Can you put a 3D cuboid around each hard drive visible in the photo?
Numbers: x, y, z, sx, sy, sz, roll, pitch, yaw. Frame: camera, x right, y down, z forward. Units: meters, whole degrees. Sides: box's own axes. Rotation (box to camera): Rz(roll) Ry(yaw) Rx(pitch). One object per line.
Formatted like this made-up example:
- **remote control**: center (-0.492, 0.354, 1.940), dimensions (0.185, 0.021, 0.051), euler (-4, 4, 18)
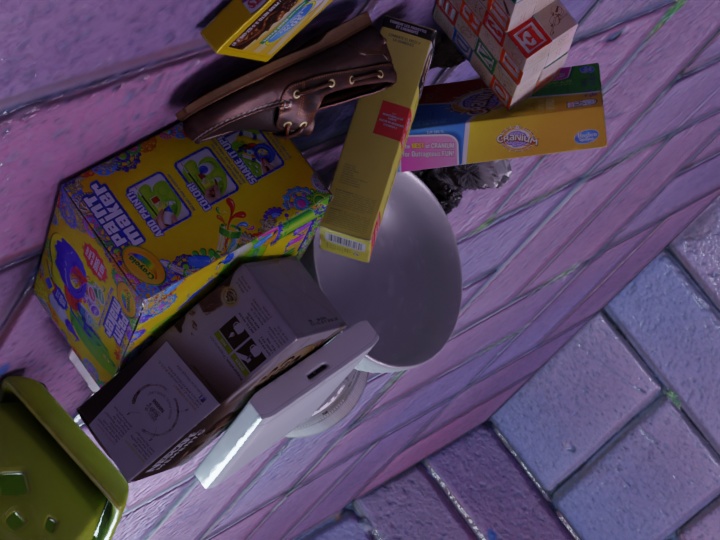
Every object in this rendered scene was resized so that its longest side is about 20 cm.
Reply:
- **hard drive**: center (-0.067, 0.119, 1.638), dimensions (0.132, 0.027, 0.200), euler (-34, 172, -28)

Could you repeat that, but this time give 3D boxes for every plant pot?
- **plant pot**: center (-0.342, 0.231, 1.815), dimensions (0.181, 0.200, 0.199), euler (-39, 170, -28)

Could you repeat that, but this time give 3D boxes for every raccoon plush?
- **raccoon plush**: center (0.090, -0.101, 1.838), dimensions (0.199, 0.097, 0.134), euler (4, -148, 35)

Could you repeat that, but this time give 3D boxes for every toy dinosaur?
- **toy dinosaur**: center (0.104, -0.216, 1.786), dimensions (0.199, 0.058, 0.101), euler (-22, 177, -26)

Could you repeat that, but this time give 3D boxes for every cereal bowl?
- **cereal bowl**: center (0.000, 0.000, 1.736), dimensions (0.083, 0.201, 0.200), euler (-14, -174, 42)

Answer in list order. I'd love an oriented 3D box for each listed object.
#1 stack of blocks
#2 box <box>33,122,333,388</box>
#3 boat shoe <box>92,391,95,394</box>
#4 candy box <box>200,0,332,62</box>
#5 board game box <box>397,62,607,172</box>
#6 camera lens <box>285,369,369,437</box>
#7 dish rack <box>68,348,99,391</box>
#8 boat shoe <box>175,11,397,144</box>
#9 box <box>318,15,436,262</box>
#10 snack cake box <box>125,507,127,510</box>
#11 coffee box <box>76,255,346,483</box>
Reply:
- **stack of blocks**: center (0.128, -0.233, 1.612), dimensions (0.058, 0.115, 0.200), euler (-34, 167, -14)
- **box**: center (-0.153, -0.021, 1.580), dimensions (0.192, 0.122, 0.200), euler (-31, 167, -28)
- **boat shoe**: center (-0.217, 0.125, 1.945), dimensions (0.074, 0.060, 0.200), euler (-37, -173, -33)
- **candy box**: center (-0.024, -0.232, 1.400), dimensions (0.200, 0.026, 0.102), euler (-41, 171, 17)
- **board game box**: center (0.127, -0.143, 1.750), dimensions (0.199, 0.041, 0.153), euler (-7, -160, 8)
- **camera lens**: center (-0.074, 0.084, 1.898), dimensions (0.160, 0.160, 0.200), euler (-37, 170, -2)
- **dish rack**: center (-0.210, 0.037, 1.816), dimensions (0.171, 0.044, 0.200), euler (-35, 167, -8)
- **boat shoe**: center (-0.054, -0.142, 1.515), dimensions (0.200, 0.071, 0.070), euler (-29, -174, -27)
- **box**: center (0.014, -0.114, 1.630), dimensions (0.075, 0.050, 0.201), euler (95, 13, -74)
- **snack cake box**: center (-0.366, 0.264, 2.033), dimensions (0.200, 0.115, 0.067), euler (-34, 168, -13)
- **coffee box**: center (-0.123, 0.081, 1.564), dimensions (0.200, 0.080, 0.113), euler (-41, 170, 18)
